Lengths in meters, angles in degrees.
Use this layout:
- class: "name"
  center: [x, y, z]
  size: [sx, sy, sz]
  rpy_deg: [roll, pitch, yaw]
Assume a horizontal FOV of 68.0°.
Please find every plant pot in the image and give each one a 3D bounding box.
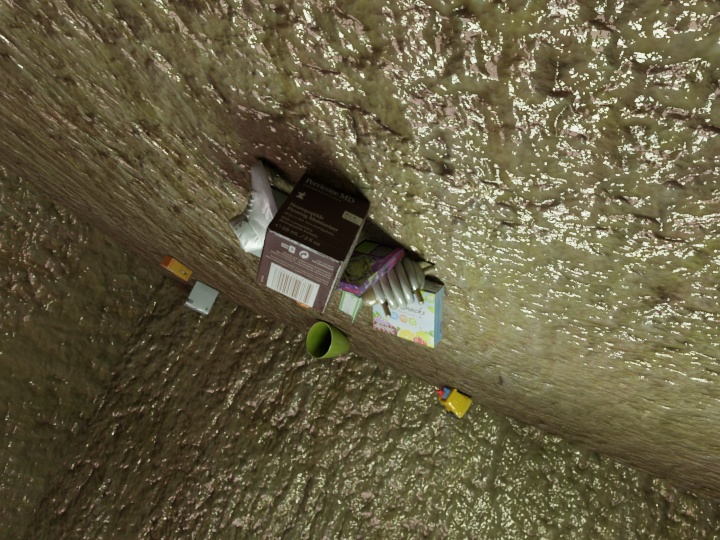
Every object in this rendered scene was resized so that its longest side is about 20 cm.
- class: "plant pot"
  center: [-0.153, 0.380, 2.829]
  size: [0.185, 0.191, 0.199]
  rpy_deg: [10, 174, 41]

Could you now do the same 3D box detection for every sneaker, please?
- class: "sneaker"
  center: [-0.245, -0.136, 1.195]
  size: [0.114, 0.203, 0.074]
  rpy_deg: [-13, -156, -8]

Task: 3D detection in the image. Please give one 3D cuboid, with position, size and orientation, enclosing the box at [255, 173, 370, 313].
- class: "box"
  center: [-0.099, -0.058, 1.120]
  size: [0.164, 0.201, 0.165]
  rpy_deg: [23, 136, 1]

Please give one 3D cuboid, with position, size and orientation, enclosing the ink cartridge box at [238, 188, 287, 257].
- class: "ink cartridge box"
  center: [-0.189, -0.092, 1.342]
  size: [0.197, 0.147, 0.145]
  rpy_deg: [25, 165, -5]

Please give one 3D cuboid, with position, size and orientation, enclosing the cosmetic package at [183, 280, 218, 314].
- class: "cosmetic package"
  center: [-1.053, 0.182, 3.520]
  size: [0.163, 0.167, 0.199]
  rpy_deg: [29, 165, -18]

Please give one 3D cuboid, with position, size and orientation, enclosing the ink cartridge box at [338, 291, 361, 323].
- class: "ink cartridge box"
  center: [-0.015, 0.071, 1.618]
  size: [0.059, 0.105, 0.201]
  rpy_deg: [26, 154, 5]

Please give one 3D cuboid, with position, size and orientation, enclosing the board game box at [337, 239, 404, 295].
- class: "board game box"
  center: [0.005, -0.012, 1.258]
  size: [0.118, 0.199, 0.033]
  rpy_deg: [11, 123, 34]

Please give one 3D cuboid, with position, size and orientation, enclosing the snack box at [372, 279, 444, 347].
- class: "snack box"
  center: [0.130, 0.101, 1.479]
  size: [0.197, 0.067, 0.171]
  rpy_deg: [15, 121, 30]

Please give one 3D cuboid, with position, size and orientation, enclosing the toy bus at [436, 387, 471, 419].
- class: "toy bus"
  center: [0.509, 0.731, 3.030]
  size: [0.191, 0.136, 0.200]
  rpy_deg: [38, 167, -1]

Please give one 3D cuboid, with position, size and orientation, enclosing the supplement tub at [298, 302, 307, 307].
- class: "supplement tub"
  center: [-0.117, 0.018, 1.519]
  size: [0.121, 0.124, 0.200]
  rpy_deg: [28, 139, -14]

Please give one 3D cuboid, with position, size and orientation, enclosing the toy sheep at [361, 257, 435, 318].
- class: "toy sheep"
  center: [0.094, 0.035, 1.321]
  size: [0.197, 0.140, 0.138]
  rpy_deg: [-22, 158, 0]

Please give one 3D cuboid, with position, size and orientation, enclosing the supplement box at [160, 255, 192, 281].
- class: "supplement box"
  center: [-1.061, -0.013, 3.084]
  size: [0.068, 0.067, 0.200]
  rpy_deg: [17, 162, 26]
